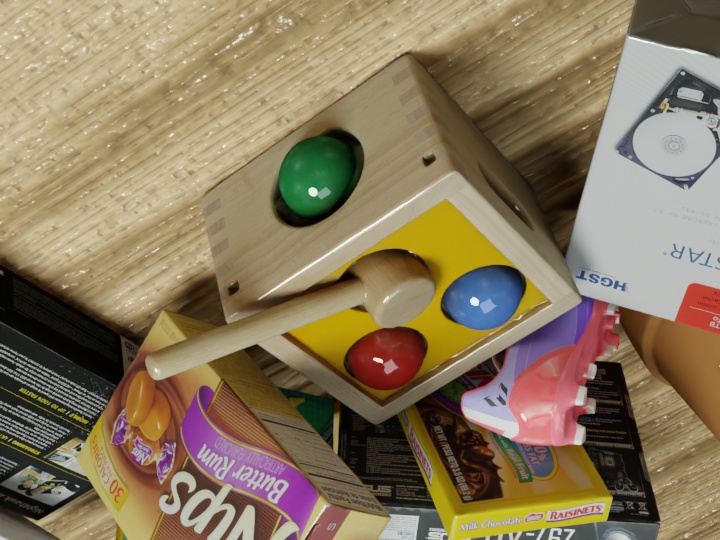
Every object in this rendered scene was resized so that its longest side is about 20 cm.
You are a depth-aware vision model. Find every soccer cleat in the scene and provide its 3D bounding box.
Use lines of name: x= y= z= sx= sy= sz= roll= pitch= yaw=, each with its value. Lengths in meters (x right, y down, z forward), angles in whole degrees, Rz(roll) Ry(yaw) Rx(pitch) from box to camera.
soccer cleat: x=0.125 y=0.043 z=0.812 sx=0.076 sy=0.200 sz=0.067 roll=9 pitch=121 yaw=17

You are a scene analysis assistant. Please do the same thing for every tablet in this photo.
tablet: x=-0.265 y=0.160 z=0.843 sx=0.200 sy=0.130 sz=0.014 roll=43 pitch=71 yaw=-46

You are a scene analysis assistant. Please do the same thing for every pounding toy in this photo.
pounding toy: x=0.000 y=0.000 z=0.723 sx=0.184 sy=0.143 sz=0.200 roll=-33 pitch=137 yaw=17

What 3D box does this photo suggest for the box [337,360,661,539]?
box: x=0.084 y=0.118 z=0.828 sx=0.199 sy=0.160 sz=0.044 roll=4 pitch=124 yaw=-2

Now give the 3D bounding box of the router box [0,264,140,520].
router box: x=-0.228 y=0.081 z=0.804 sx=0.149 sy=0.051 sz=0.200 roll=-31 pitch=138 yaw=19

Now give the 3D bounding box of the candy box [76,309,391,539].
candy box: x=-0.081 y=0.125 z=0.726 sx=0.056 sy=0.200 sz=0.117 roll=22 pitch=104 yaw=-43

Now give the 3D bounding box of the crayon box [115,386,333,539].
crayon box: x=-0.097 y=0.162 z=0.843 sx=0.058 sy=0.119 sz=0.200 roll=17 pitch=151 yaw=-32

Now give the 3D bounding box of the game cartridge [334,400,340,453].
game cartridge: x=0.081 y=0.165 z=0.939 sx=0.176 sy=0.032 sz=0.201 roll=-22 pitch=102 yaw=5

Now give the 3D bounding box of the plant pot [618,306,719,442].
plant pot: x=0.301 y=0.050 z=0.887 sx=0.199 sy=0.140 sz=0.201 roll=-10 pitch=140 yaw=-8

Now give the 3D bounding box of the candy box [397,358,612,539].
candy box: x=0.076 y=0.089 z=0.807 sx=0.102 sy=0.200 sz=0.027 roll=-2 pitch=125 yaw=-17

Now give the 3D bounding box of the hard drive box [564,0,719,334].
hard drive box: x=0.214 y=-0.060 z=0.732 sx=0.155 sy=0.077 sz=0.200 roll=15 pitch=139 yaw=10
